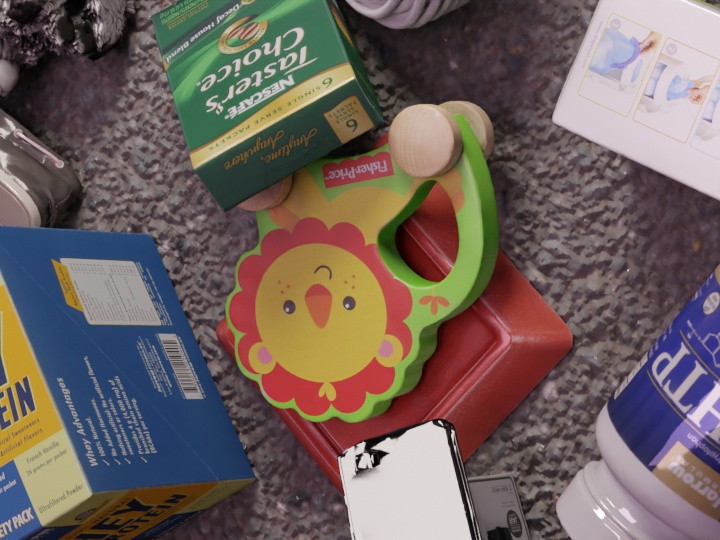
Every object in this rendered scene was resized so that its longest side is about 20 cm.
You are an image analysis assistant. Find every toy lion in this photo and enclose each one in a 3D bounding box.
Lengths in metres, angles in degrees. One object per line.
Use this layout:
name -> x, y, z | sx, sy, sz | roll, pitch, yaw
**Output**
toy lion -> 0.000, 0.000, 1.659 | 0.200, 0.069, 0.192 | -11, 91, 28

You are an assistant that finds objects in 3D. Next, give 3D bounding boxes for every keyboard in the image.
keyboard -> 0.028, 0.191, 1.543 | 0.104, 0.040, 0.200 | -15, 56, 6

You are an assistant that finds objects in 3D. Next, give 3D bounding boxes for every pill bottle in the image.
pill bottle -> 0.212, 0.095, 1.540 | 0.120, 0.120, 0.200 | 44, 109, 22

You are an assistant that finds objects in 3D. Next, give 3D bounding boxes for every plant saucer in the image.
plant saucer -> 0.011, 0.043, 1.702 | 0.200, 0.037, 0.200 | -48, 68, 19

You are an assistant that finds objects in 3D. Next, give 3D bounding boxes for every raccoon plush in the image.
raccoon plush -> -0.228, -0.218, 1.836 | 0.134, 0.097, 0.200 | -1, 59, 42

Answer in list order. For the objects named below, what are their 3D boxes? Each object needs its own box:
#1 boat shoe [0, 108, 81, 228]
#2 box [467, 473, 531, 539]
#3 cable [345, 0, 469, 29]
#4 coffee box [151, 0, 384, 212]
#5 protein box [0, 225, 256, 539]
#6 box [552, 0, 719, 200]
boat shoe -> -0.285, -0.103, 1.844 | 0.200, 0.057, 0.067 | 43, 143, 12
box -> 0.075, 0.234, 1.616 | 0.060, 0.117, 0.201 | -22, 79, 27
cable -> 0.011, -0.254, 1.630 | 0.200, 0.069, 0.200 | 48, 156, 35
coffee box -> -0.063, -0.132, 1.664 | 0.123, 0.044, 0.200 | -28, 36, 8
protein box -> -0.208, 0.088, 1.729 | 0.135, 0.200, 0.199 | -32, 74, 25
box -> 0.236, -0.092, 1.534 | 0.200, 0.112, 0.102 | 27, 101, 27
